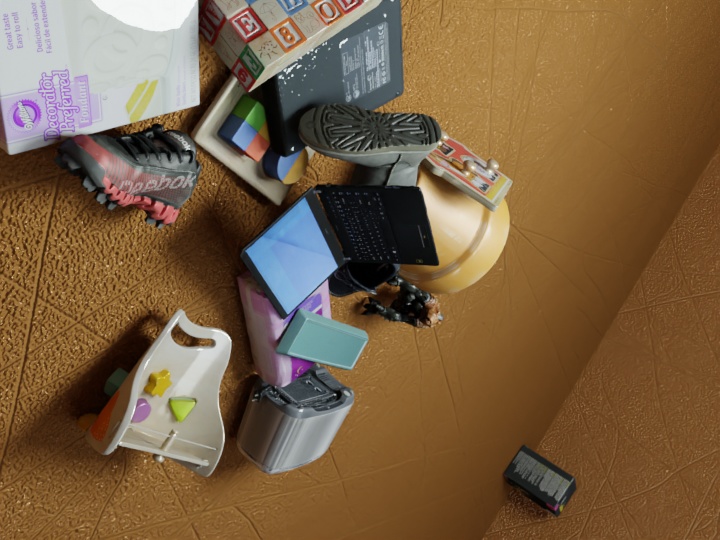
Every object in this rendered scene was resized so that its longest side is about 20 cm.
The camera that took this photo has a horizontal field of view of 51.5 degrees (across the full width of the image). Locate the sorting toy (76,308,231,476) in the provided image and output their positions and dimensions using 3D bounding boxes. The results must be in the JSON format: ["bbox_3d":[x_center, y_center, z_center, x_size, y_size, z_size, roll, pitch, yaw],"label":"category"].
[{"bbox_3d":[-0.236,0.143,0.928,0.180,0.107,0.200,-62,149,-9],"label":"sorting toy"}]

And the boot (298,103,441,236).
[{"bbox_3d":[-0.003,-0.110,0.920,0.182,0.073,0.200,5,151,-15],"label":"boot"}]

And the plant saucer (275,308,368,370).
[{"bbox_3d":[-0.048,0.107,1.089,0.070,0.019,0.200,-61,150,2],"label":"plant saucer"}]

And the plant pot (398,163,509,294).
[{"bbox_3d":[0.092,-0.089,1.122,0.183,0.200,0.200,32,89,-44],"label":"plant pot"}]

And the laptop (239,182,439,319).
[{"bbox_3d":[-0.017,-0.016,0.915,0.177,0.200,0.103,67,30,-59],"label":"laptop"}]

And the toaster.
[{"bbox_3d":[-0.108,0.232,1.165,0.200,0.114,0.129,-5,122,-56],"label":"toaster"}]

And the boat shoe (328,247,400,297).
[{"bbox_3d":[0.000,0.000,1.086,0.075,0.200,0.062,33,54,-19],"label":"boat shoe"}]

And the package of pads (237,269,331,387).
[{"bbox_3d":[-0.103,0.062,1.062,0.120,0.076,0.200,-35,142,-31],"label":"package of pads"}]

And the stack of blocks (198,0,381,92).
[{"bbox_3d":[-0.070,-0.288,0.764,0.200,0.115,0.059,-41,-172,-27],"label":"stack of blocks"}]

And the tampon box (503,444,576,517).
[{"bbox_3d":[0.607,0.711,2.519,0.126,0.200,0.150,-51,148,-13],"label":"tampon box"}]

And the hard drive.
[{"bbox_3d":[-0.029,-0.234,0.874,0.200,0.033,0.140,-35,138,-31],"label":"hard drive"}]

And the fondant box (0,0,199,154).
[{"bbox_3d":[-0.239,-0.200,0.660,0.200,0.058,0.144,-27,137,-40],"label":"fondant box"}]

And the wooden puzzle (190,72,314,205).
[{"bbox_3d":[-0.089,-0.187,0.897,0.185,0.046,0.200,-57,149,-4],"label":"wooden puzzle"}]

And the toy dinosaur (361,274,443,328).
[{"bbox_3d":[0.090,0.054,1.266,0.102,0.136,0.200,-67,-166,-15],"label":"toy dinosaur"}]

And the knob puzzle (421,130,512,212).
[{"bbox_3d":[0.133,-0.173,1.089,0.220,0.220,0.030,-7,136,-53],"label":"knob puzzle"}]

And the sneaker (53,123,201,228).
[{"bbox_3d":[-0.213,-0.104,0.721,0.098,0.071,0.200,-48,168,3],"label":"sneaker"}]
